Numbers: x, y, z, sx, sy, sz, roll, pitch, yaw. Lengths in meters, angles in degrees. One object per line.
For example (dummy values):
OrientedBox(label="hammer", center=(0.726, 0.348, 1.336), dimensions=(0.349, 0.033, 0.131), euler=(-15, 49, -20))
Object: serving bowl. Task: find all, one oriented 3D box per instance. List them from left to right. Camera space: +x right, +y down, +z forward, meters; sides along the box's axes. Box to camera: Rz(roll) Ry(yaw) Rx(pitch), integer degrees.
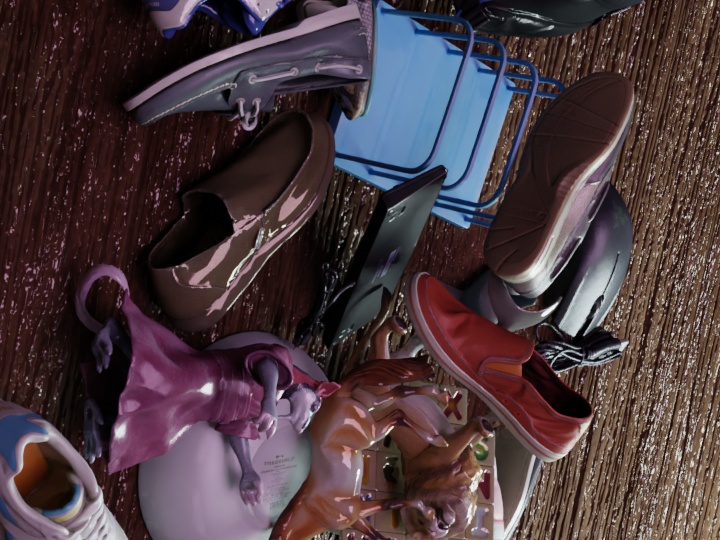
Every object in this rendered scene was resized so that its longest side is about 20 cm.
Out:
OrientedBox(label="serving bowl", center=(-0.082, 0.155, 1.248), dimensions=(0.199, 0.065, 0.203), euler=(-16, 113, -42))

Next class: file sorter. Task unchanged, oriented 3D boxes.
OrientedBox(label="file sorter", center=(0.088, -0.121, 1.303), dimensions=(0.199, 0.122, 0.141), euler=(22, 85, -46))

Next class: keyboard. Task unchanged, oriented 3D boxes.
OrientedBox(label="keyboard", center=(0.000, 0.000, 1.242), dimensions=(0.127, 0.021, 0.201), euler=(-34, 159, -34))

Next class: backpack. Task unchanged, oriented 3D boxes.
OrientedBox(label="backpack", center=(0.174, -0.284, 1.303), dimensions=(0.199, 0.181, 0.149), euler=(-3, 78, -59))

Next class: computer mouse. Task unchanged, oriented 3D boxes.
OrientedBox(label="computer mouse", center=(0.234, 0.007, 1.539), dimensions=(0.137, 0.052, 0.203), euler=(-5, 105, -44))

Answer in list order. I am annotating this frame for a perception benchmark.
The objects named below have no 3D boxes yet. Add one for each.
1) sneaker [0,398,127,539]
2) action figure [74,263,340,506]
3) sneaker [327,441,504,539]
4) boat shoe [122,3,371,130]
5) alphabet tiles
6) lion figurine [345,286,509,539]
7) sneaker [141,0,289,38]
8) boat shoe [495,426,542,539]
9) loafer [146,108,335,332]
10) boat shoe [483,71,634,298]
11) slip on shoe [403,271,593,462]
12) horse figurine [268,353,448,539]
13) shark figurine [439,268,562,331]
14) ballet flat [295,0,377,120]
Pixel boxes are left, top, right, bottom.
OrientedBox(label="sneaker", center=(-0.216, 0.175, 1.104), dimensions=(0.077, 0.080, 0.201), euler=(-51, 133, -24))
OrientedBox(label="action figure", center=(-0.111, 0.085, 1.145), dimensions=(0.198, 0.150, 0.134), euler=(-3, 146, -31))
OrientedBox(label="sneaker", center=(0.047, 0.190, 1.392), dimensions=(0.198, 0.075, 0.106), euler=(9, 77, -36))
OrientedBox(label="boat shoe", center=(-0.077, -0.138, 1.139), dimensions=(0.198, 0.073, 0.063), euler=(-25, 99, -25))
OrientedBox(label="alphabet tiles", center=(0.052, 0.196, 1.341), dimensions=(0.165, 0.006, 0.203), euler=(13, 72, -34))
OrientedBox(label="lion figurine", center=(0.042, 0.125, 1.300), dimensions=(0.201, 0.122, 0.072), euler=(54, 28, 6))
OrientedBox(label="sneaker", center=(-0.073, -0.214, 1.126), dimensions=(0.198, 0.075, 0.089), euler=(-12, 89, -27))
OrientedBox(label="boat shoe", center=(0.150, 0.204, 1.495), dimensions=(0.063, 0.072, 0.202), euler=(38, 69, -41))
OrientedBox(label="loafer", center=(-0.090, -0.047, 1.174), dimensions=(0.201, 0.075, 0.068), euler=(-58, 140, -17))
OrientedBox(label="boat shoe", center=(0.166, -0.069, 1.264), dimensions=(0.202, 0.071, 0.065), euler=(-61, 147, -17))
OrientedBox(label="slip on shoe", center=(0.114, 0.071, 1.274), dimensions=(0.200, 0.061, 0.074), euler=(45, 30, -7))
OrientedBox(label="horse figurine", center=(0.001, 0.152, 1.229), dimensions=(0.131, 0.050, 0.203), euler=(8, 103, -14))
OrientedBox(label="shark figurine", center=(0.101, 0.031, 1.375), dimensions=(0.089, 0.215, 0.129), euler=(39, 100, -3))
OrientedBox(label="ballet flat", center=(-0.016, -0.222, 1.219), dimensions=(0.071, 0.072, 0.203), euler=(0, 101, -45))
